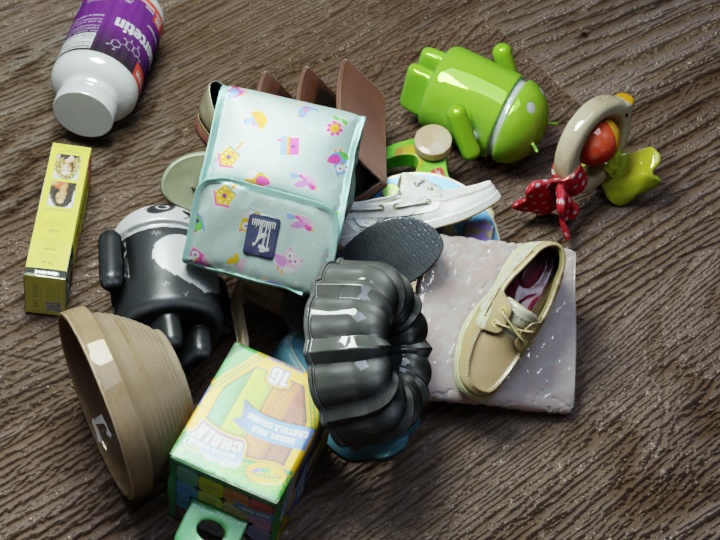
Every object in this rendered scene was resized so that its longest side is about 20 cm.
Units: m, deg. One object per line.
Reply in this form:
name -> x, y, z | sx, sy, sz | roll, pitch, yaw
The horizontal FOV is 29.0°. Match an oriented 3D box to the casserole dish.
casserole dish -> -0.015, 0.122, 1.561 | 0.121, 0.039, 0.200 | -25, 61, -25

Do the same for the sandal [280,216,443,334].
sandal -> -0.001, 0.000, 1.553 | 0.199, 0.043, 0.076 | -28, 90, 11

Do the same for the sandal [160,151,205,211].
sandal -> -0.143, -0.091, 1.672 | 0.200, 0.057, 0.080 | 17, 95, 2

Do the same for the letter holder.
letter holder -> -0.050, -0.176, 1.679 | 0.142, 0.100, 0.201 | 42, 28, -28

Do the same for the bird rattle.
bird rattle -> 0.280, -0.143, 1.747 | 0.199, 0.164, 0.113 | -17, 38, -32

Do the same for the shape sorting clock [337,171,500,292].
shape sorting clock -> 0.066, -0.024, 1.631 | 0.198, 0.039, 0.201 | 0, 70, 0

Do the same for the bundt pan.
bundt pan -> 0.017, 0.084, 1.438 | 0.075, 0.202, 0.203 | -6, 47, 24

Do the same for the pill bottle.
pill bottle -> -0.323, -0.267, 1.764 | 0.112, 0.113, 0.201 | 11, 52, 0

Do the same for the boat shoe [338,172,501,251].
boat shoe -> 0.060, -0.078, 1.585 | 0.199, 0.071, 0.070 | -16, 97, -4

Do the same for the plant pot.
plant pot -> -0.230, 0.123, 1.418 | 0.092, 0.201, 0.201 | -20, 58, -20

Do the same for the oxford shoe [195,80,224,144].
oxford shoe -> -0.137, -0.156, 1.732 | 0.070, 0.075, 0.200 | -35, 66, -31

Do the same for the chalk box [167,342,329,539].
chalk box -> -0.120, 0.201, 1.427 | 0.124, 0.124, 0.201 | 21, 52, 8

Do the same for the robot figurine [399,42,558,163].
robot figurine -> 0.154, -0.213, 1.798 | 0.199, 0.116, 0.176 | 27, 46, 11

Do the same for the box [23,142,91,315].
box -> -0.351, -0.049, 1.617 | 0.050, 0.075, 0.201 | 7, 51, -7

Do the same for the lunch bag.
lunch bag -> -0.093, -0.080, 1.505 | 0.169, 0.122, 0.201 | 14, 73, -1

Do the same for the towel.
towel -> 0.151, 0.060, 1.578 | 0.199, 0.032, 0.193 | 7, 76, -17

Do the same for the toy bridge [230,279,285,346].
toy bridge -> -0.111, 0.027, 1.606 | 0.067, 0.027, 0.201 | 28, 53, -16

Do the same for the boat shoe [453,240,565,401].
boat shoe -> 0.166, 0.049, 1.533 | 0.074, 0.066, 0.201 | 30, 71, -11

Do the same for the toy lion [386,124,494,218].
toy lion -> 0.053, -0.064, 1.704 | 0.190, 0.069, 0.201 | -19, 61, -13

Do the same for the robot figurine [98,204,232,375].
robot figurine -> -0.216, 0.021, 1.549 | 0.124, 0.151, 0.201 | -11, 54, -1
